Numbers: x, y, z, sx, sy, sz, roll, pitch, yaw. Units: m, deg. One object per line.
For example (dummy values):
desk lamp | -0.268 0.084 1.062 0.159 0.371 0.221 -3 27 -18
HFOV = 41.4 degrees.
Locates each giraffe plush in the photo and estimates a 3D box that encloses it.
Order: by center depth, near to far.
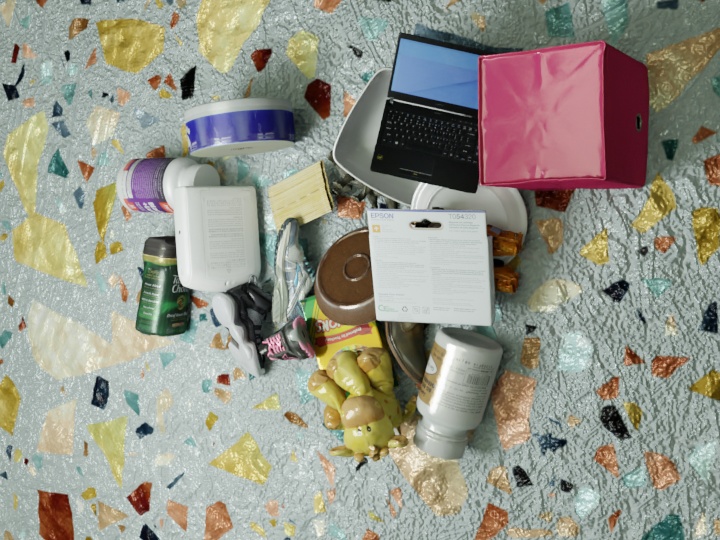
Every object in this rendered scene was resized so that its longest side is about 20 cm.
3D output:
giraffe plush | 0.005 0.249 1.613 0.172 0.162 0.200 -38 103 16

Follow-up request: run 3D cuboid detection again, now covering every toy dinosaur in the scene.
toy dinosaur | 0.012 -0.162 1.686 0.200 0.077 0.102 31 75 14

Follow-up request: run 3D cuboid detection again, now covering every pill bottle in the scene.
pill bottle | 0.156 0.205 1.588 0.114 0.114 0.201 22 103 30
pill bottle | -0.383 -0.171 1.916 0.199 0.111 0.112 3 93 33

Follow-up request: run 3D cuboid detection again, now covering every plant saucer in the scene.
plant saucer | 0.000 0.000 1.671 0.200 0.034 0.201 -15 53 21

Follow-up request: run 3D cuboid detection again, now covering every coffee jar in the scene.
coffee jar | -0.396 0.029 1.936 0.085 0.104 0.201 10 98 29

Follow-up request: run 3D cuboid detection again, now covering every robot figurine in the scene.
robot figurine | 0.162 -0.027 1.565 0.199 0.058 0.145 9 117 18

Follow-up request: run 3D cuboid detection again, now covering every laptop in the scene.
laptop | 0.122 -0.246 1.505 0.177 0.103 0.201 13 77 3

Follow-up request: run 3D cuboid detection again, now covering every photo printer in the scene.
photo printer | -0.272 -0.060 1.822 0.069 0.166 0.201 -4 90 54

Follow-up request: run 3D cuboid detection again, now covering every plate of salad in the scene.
plate of salad | 0.181 -0.089 1.593 0.199 0.048 0.201 9 115 18

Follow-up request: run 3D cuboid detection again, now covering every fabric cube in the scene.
fabric cube | 0.306 -0.222 1.429 0.199 0.199 0.197 1 92 32

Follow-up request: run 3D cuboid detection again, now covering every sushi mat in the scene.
sushi mat | -0.113 -0.132 1.763 0.200 0.012 0.096 -18 83 55

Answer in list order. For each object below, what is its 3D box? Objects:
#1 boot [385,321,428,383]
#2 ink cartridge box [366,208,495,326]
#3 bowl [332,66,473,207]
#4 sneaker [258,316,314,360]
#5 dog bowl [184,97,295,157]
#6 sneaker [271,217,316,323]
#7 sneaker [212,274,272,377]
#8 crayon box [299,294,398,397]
boot | 0.096 0.088 1.645 0.097 0.075 0.201 -29 74 32
ink cartridge box | 0.115 -0.010 1.533 0.196 0.043 0.201 3 113 18
bowl | 0.074 -0.228 1.616 0.199 0.075 0.200 30 110 -4
sneaker | -0.136 0.134 1.719 0.095 0.200 0.079 -15 81 -7
dog bowl | -0.221 -0.262 1.759 0.200 0.200 0.079 -5 92 32
sneaker | -0.119 0.000 1.779 0.086 0.078 0.201 3 104 -7
sneaker | -0.202 0.105 1.833 0.075 0.114 0.200 19 137 46
crayon box | -0.019 0.129 1.713 0.127 0.051 0.201 -20 82 11
